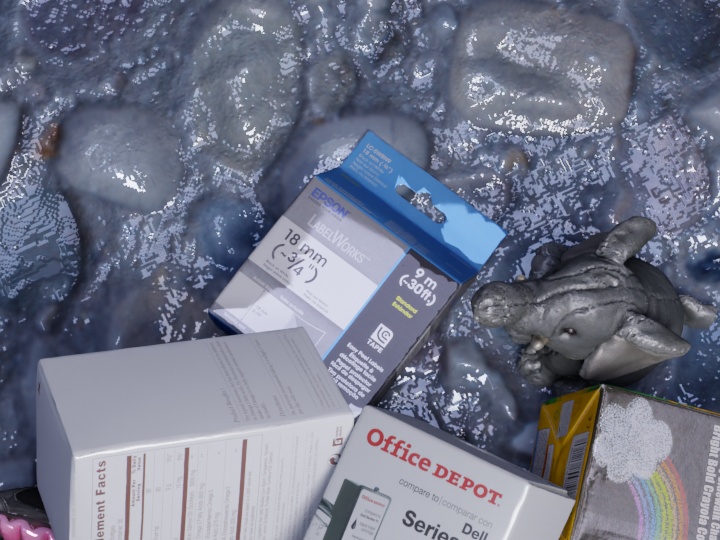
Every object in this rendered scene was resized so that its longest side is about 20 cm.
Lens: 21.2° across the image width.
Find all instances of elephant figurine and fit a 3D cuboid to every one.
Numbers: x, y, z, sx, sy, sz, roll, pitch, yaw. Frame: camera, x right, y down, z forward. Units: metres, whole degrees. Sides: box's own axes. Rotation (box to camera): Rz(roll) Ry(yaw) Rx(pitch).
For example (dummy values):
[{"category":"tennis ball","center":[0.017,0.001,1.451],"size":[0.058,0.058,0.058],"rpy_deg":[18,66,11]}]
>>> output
[{"category":"elephant figurine","center":[0.173,0.029,1.394],"size":[0.141,0.200,0.155],"rpy_deg":[37,81,9]}]

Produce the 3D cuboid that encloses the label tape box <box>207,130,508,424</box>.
[{"category":"label tape box","center":[0.000,0.000,1.475],"size":[0.144,0.063,0.200],"rpy_deg":[37,81,8]}]

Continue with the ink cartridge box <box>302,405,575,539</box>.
[{"category":"ink cartridge box","center":[0.035,0.211,1.313],"size":[0.147,0.083,0.200],"rpy_deg":[23,87,31]}]

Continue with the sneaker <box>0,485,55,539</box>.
[{"category":"sneaker","center":[-0.204,0.182,1.438],"size":[0.200,0.079,0.095],"rpy_deg":[9,56,3]}]

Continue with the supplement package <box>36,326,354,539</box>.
[{"category":"supplement package","center":[-0.120,0.128,1.356],"size":[0.200,0.117,0.117],"rpy_deg":[-6,34,-19]}]

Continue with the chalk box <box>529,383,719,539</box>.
[{"category":"chalk box","center":[0.232,0.169,1.391],"size":[0.200,0.124,0.125],"rpy_deg":[16,76,-12]}]
